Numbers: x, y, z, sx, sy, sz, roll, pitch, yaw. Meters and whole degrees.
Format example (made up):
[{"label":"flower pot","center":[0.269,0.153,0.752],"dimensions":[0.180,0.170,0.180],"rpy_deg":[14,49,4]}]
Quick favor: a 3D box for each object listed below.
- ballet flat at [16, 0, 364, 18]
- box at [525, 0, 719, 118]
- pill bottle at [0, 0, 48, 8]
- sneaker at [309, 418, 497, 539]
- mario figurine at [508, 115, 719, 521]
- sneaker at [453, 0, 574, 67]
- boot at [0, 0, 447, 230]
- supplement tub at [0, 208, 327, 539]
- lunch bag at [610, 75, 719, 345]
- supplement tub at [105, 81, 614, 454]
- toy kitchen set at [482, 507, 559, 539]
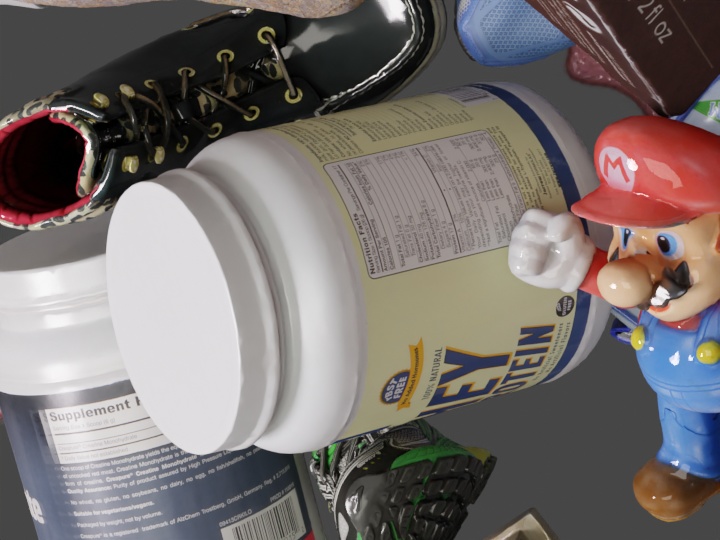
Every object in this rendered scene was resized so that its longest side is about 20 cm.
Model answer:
[{"label":"ballet flat","center":[-0.090,-0.154,1.142],"dimensions":[0.199,0.067,0.068],"rpy_deg":[2,73,1]},{"label":"box","center":[0.118,-0.208,1.049],"dimensions":[0.200,0.166,0.164],"rpy_deg":[-47,57,1]},{"label":"pill bottle","center":[-0.241,-0.183,1.239],"dimensions":[0.199,0.113,0.113],"rpy_deg":[10,109,12]},{"label":"sneaker","center":[0.008,0.103,1.217],"dimensions":[0.085,0.200,0.078],"rpy_deg":[29,91,7]},{"label":"mario figurine","center":[0.130,0.029,1.088],"dimensions":[0.123,0.106,0.201],"rpy_deg":[-11,118,10]},{"label":"sneaker","center":[0.128,-0.147,1.160],"dimensions":[0.199,0.089,0.079],"rpy_deg":[-28,113,22]},{"label":"boot","center":[-0.070,-0.078,1.190],"dimensions":[0.203,0.154,0.074],"rpy_deg":[-19,98,31]},{"label":"supplement tub","center":[-0.103,0.075,1.267],"dimensions":[0.140,0.140,0.201],"rpy_deg":[-10,104,17]},{"label":"lunch bag","center":[0.202,-0.006,1.200],"dimensions":[0.200,0.076,0.160],"rpy_deg":[38,114,0]},{"label":"supplement tub","center":[0.000,0.000,1.163],"dimensions":[0.145,0.199,0.146],"rpy_deg":[31,128,51]},{"label":"toy kitchen set","center":[0.045,0.263,1.274],"dimensions":[0.200,0.163,0.181],"rpy_deg":[-36,95,22]}]
